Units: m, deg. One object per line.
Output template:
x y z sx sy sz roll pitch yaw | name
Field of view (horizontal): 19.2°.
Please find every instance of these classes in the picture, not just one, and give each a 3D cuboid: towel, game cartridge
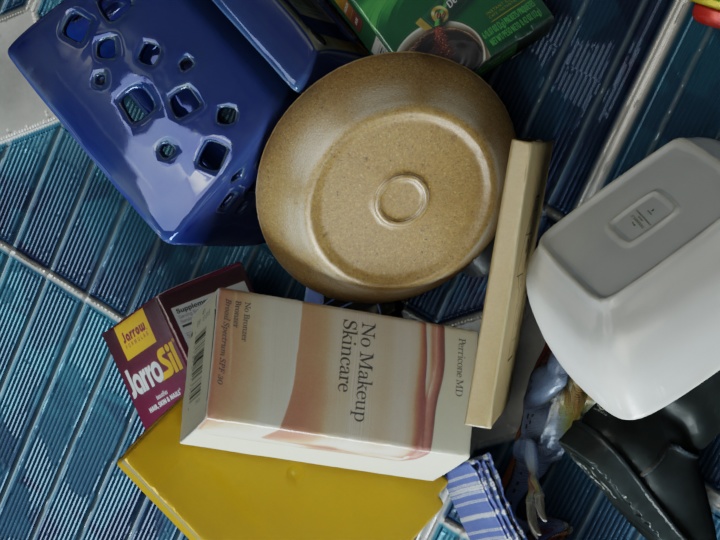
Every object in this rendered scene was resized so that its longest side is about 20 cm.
0.120 0.231 1.580 0.024 0.145 0.201 -25 84 -11 | towel
-0.053 0.154 1.589 0.200 0.176 0.032 48 157 -4 | game cartridge

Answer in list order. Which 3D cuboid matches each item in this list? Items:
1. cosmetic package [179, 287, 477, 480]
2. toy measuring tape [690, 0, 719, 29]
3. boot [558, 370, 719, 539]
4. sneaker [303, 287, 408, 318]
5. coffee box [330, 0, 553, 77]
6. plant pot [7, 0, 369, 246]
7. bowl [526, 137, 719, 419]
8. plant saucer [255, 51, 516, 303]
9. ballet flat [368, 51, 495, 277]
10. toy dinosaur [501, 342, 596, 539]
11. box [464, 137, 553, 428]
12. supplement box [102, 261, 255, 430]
-0.023 0.084 1.551 0.199 0.087 0.104 9 72 -17 | cosmetic package
0.227 -0.215 1.507 0.199 0.074 0.074 21 104 20 | toy measuring tape
0.241 0.111 1.520 0.163 0.198 0.073 -47 39 -7 | boot
0.000 0.000 1.637 0.078 0.070 0.201 11 107 20 | sneaker
0.035 -0.226 1.574 0.123 0.044 0.200 -33 80 -13 | coffee box
-0.110 -0.149 1.602 0.180 0.200 0.200 -46 77 14 | plant pot
0.207 -0.011 1.451 0.199 0.200 0.075 -35 116 0 | bowl
0.025 -0.058 1.532 0.199 0.035 0.201 -8 118 -14 | plant saucer
0.052 -0.087 1.601 0.073 0.073 0.201 -19 88 25 | ballet flat
0.151 0.116 1.597 0.182 0.105 0.200 -50 39 32 | toy dinosaur
0.107 0.005 1.525 0.021 0.163 0.201 10 95 8 | box
-0.108 0.111 1.663 0.110 0.085 0.201 -32 81 54 | supplement box
